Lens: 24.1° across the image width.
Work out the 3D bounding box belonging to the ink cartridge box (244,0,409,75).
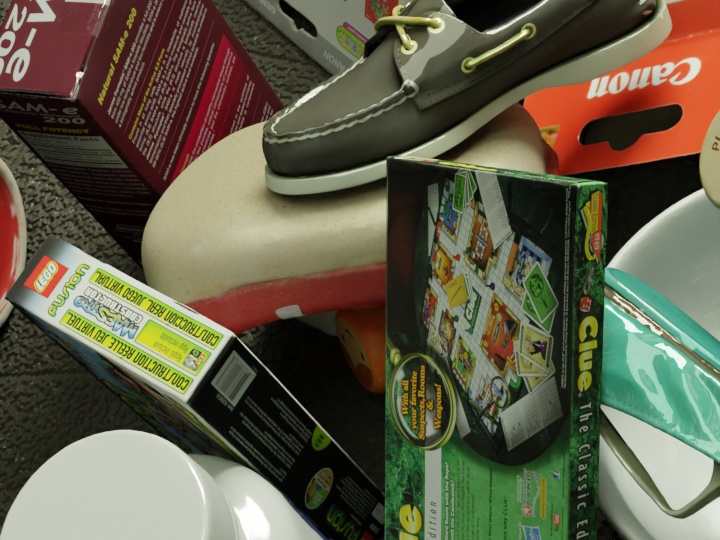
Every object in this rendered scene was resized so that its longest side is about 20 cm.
[{"bbox_3d":[-0.001,-0.209,0.939,0.084,0.176,0.200,-23,50,-30],"label":"ink cartridge box"}]

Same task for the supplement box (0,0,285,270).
[{"bbox_3d":[-0.104,-0.079,0.853,0.061,0.200,0.109,6,64,24],"label":"supplement box"}]

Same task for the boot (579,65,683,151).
[{"bbox_3d":[0.223,-0.087,0.813,0.200,0.070,0.146,-45,64,3],"label":"boot"}]

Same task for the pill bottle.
[{"bbox_3d":[-0.065,0.147,0.710,0.119,0.200,0.120,-10,58,16],"label":"pill bottle"}]

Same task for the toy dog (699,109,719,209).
[{"bbox_3d":[0.187,0.015,0.632,0.131,0.097,0.200,21,32,-9],"label":"toy dog"}]

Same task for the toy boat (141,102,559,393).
[{"bbox_3d":[0.000,0.000,0.793,0.199,0.131,0.131,-9,28,10],"label":"toy boat"}]

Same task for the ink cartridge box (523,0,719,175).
[{"bbox_3d":[0.139,-0.145,0.802,0.162,0.057,0.201,-7,49,49],"label":"ink cartridge box"}]

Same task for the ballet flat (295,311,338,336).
[{"bbox_3d":[0.033,-0.045,0.870,0.200,0.069,0.069,-47,56,-2],"label":"ballet flat"}]

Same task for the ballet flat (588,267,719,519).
[{"bbox_3d":[0.152,0.074,0.644,0.200,0.067,0.071,35,105,33],"label":"ballet flat"}]

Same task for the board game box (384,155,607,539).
[{"bbox_3d":[0.051,0.058,0.681,0.104,0.023,0.201,12,107,43],"label":"board game box"}]

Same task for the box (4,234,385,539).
[{"bbox_3d":[-0.065,0.063,0.758,0.110,0.200,0.035,26,75,32],"label":"box"}]

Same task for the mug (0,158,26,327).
[{"bbox_3d":[-0.297,-0.037,0.953,0.199,0.134,0.178,3,65,19],"label":"mug"}]

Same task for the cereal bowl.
[{"bbox_3d":[0.192,0.060,0.719,0.199,0.083,0.201,-10,58,16],"label":"cereal bowl"}]

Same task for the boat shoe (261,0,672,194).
[{"bbox_3d":[0.041,-0.098,0.738,0.200,0.061,0.072,-26,31,-13],"label":"boat shoe"}]
